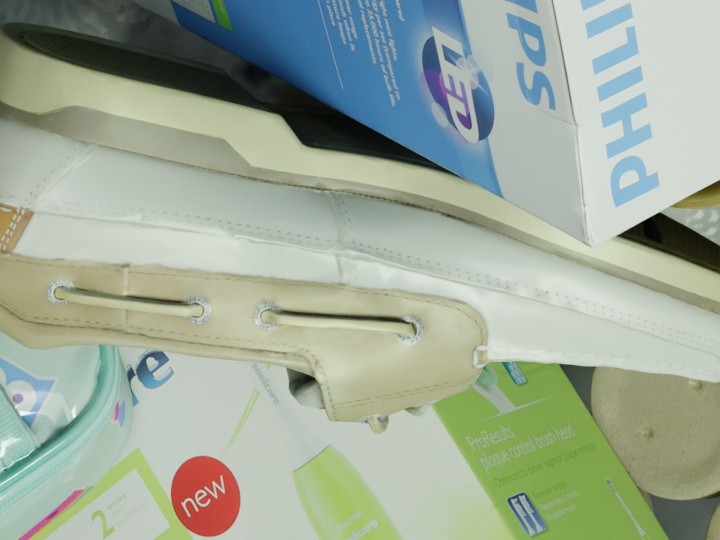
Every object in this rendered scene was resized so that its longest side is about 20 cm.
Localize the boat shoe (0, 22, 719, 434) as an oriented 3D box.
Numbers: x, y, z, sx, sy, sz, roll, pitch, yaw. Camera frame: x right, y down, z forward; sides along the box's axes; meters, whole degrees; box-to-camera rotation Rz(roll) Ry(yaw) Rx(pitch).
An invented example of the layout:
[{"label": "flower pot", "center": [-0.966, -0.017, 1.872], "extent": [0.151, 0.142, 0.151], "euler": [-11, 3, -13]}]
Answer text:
[{"label": "boat shoe", "center": [0.000, 0.000, 0.701], "extent": [0.199, 0.075, 0.069], "euler": [15, 101, -13]}]

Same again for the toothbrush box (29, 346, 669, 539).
[{"label": "toothbrush box", "center": [-0.004, 0.086, 0.788], "extent": [0.145, 0.086, 0.201], "euler": [-37, 78, 26]}]

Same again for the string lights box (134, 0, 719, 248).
[{"label": "string lights box", "center": [0.007, -0.090, 0.674], "extent": [0.059, 0.200, 0.103], "euler": [-27, 123, -23]}]

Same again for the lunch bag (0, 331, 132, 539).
[{"label": "lunch bag", "center": [-0.157, -0.004, 0.744], "extent": [0.160, 0.077, 0.201], "euler": [-34, 79, -4]}]

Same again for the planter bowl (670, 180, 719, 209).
[{"label": "planter bowl", "center": [0.072, -0.122, 0.685], "extent": [0.083, 0.200, 0.201], "euler": [-27, 121, -22]}]

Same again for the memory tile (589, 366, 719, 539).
[{"label": "memory tile", "center": [0.072, 0.122, 0.815], "extent": [0.200, 0.017, 0.154], "euler": [-46, 73, 32]}]
